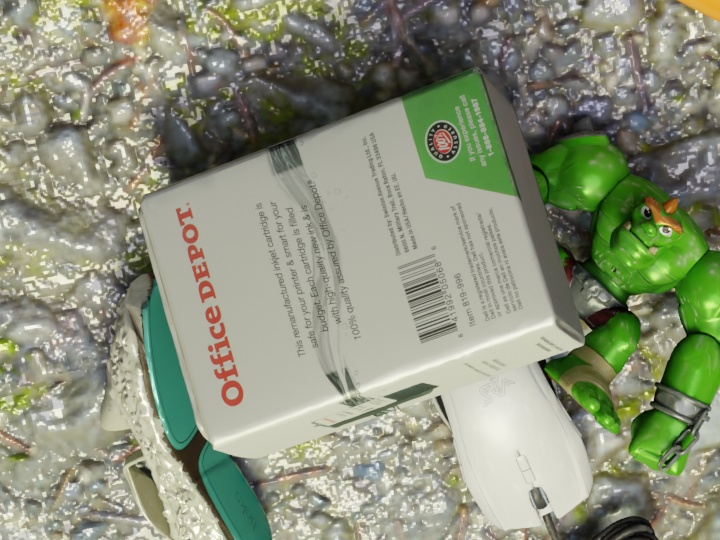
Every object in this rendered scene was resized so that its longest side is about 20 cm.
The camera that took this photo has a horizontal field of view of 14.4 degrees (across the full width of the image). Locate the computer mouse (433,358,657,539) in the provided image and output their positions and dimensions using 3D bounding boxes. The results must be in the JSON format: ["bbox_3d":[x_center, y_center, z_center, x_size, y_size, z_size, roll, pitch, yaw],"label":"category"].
[{"bbox_3d":[0.094,0.117,1.639,0.109,0.044,0.201,-23,115,5],"label":"computer mouse"}]

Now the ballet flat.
[{"bbox_3d":[-0.111,0.097,1.610,0.071,0.072,0.201,-18,115,3],"label":"ballet flat"}]

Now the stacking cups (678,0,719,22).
[{"bbox_3d":[0.223,-0.137,1.535,0.199,0.061,0.061,22,111,-13],"label":"stacking cups"}]

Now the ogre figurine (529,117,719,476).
[{"bbox_3d":[0.132,0.003,1.567,0.120,0.200,0.098,-46,155,0],"label":"ogre figurine"}]

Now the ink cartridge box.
[{"bbox_3d":[0.000,0.000,1.514,0.199,0.083,0.147,-19,76,12],"label":"ink cartridge box"}]
